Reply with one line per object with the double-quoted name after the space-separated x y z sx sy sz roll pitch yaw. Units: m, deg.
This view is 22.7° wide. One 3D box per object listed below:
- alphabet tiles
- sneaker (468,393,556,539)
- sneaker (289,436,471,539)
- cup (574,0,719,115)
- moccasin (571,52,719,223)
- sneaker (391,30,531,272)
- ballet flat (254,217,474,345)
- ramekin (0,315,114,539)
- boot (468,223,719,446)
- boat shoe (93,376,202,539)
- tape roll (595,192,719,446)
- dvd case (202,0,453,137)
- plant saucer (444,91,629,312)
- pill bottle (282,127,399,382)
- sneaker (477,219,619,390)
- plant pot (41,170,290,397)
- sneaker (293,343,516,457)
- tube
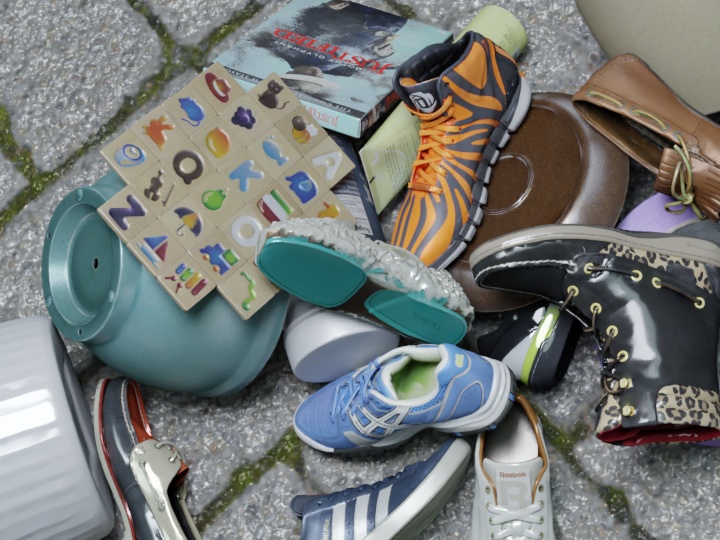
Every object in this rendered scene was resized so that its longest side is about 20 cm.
-0.098 -0.063 1.363 0.167 0.006 0.200 48 57 1 "alphabet tiles"
0.112 0.190 1.363 0.072 0.085 0.202 -6 68 6 "sneaker"
-0.004 0.187 1.389 0.200 0.075 0.084 -43 72 -8 "sneaker"
0.278 -0.199 1.449 0.198 0.200 0.145 -16 92 4 "cup"
0.246 -0.083 1.373 0.078 0.074 0.201 -39 75 -21 "moccasin"
0.055 -0.100 1.420 0.077 0.112 0.202 10 70 41 "sneaker"
0.000 0.000 1.358 0.072 0.199 0.072 -36 40 38 "ballet flat"
-0.261 0.132 1.397 0.097 0.201 0.202 -18 66 -5 "ramekin"
0.181 0.049 1.331 0.198 0.073 0.152 4 70 -11 "boot"
-0.162 0.174 1.424 0.062 0.071 0.202 -22 70 14 "boat shoe"
0.281 0.032 1.406 0.198 0.066 0.202 -3 68 9 "tape roll"
-0.023 -0.177 1.507 0.145 0.022 0.200 20 35 17 "dvd case"
0.121 -0.064 1.449 0.199 0.032 0.202 -19 53 26 "plant saucer"
-0.039 -0.019 1.456 0.118 0.120 0.202 -19 66 2 "pill bottle"
0.148 -0.002 1.440 0.082 0.072 0.201 18 72 18 "sneaker"
-0.166 -0.002 1.410 0.199 0.133 0.203 -5 84 50 "plant pot"
0.022 0.092 1.393 0.199 0.077 0.076 -18 52 35 "sneaker"
0.064 -0.140 1.500 0.058 0.052 0.200 46 66 -14 "tube"
